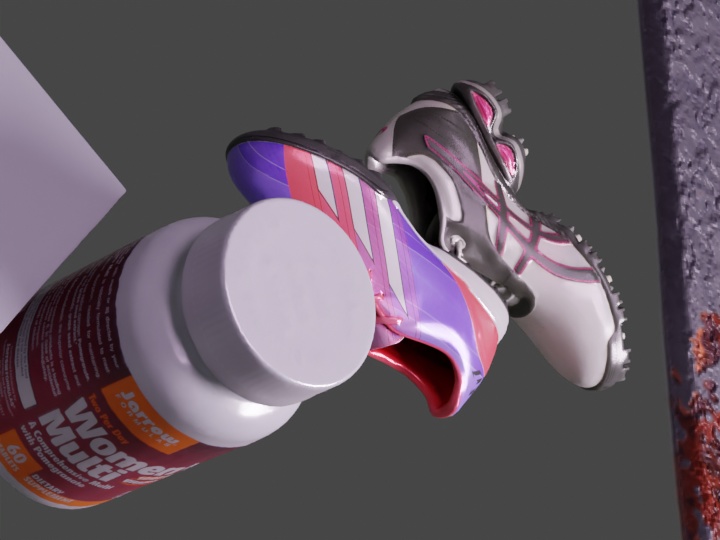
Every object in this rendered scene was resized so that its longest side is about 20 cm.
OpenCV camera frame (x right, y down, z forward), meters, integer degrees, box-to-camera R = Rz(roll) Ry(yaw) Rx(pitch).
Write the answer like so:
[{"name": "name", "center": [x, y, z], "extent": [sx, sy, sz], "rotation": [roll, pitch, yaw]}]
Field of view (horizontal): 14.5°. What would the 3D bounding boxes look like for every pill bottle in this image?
[{"name": "pill bottle", "center": [-0.091, 0.039, 1.345], "extent": [0.109, 0.200, 0.110], "rotation": [18, 62, -37]}]

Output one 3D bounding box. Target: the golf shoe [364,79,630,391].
[{"name": "golf shoe", "center": [0.076, -0.008, 1.622], "extent": [0.088, 0.077, 0.200], "rotation": [-32, 89, -33]}]

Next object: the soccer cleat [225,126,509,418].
[{"name": "soccer cleat", "center": [0.000, 0.000, 1.544], "extent": [0.200, 0.068, 0.073], "rotation": [41, 54, -27]}]

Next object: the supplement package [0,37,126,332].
[{"name": "supplement package", "center": [-0.238, -0.052, 1.310], "extent": [0.200, 0.111, 0.156], "rotation": [52, 47, -15]}]
